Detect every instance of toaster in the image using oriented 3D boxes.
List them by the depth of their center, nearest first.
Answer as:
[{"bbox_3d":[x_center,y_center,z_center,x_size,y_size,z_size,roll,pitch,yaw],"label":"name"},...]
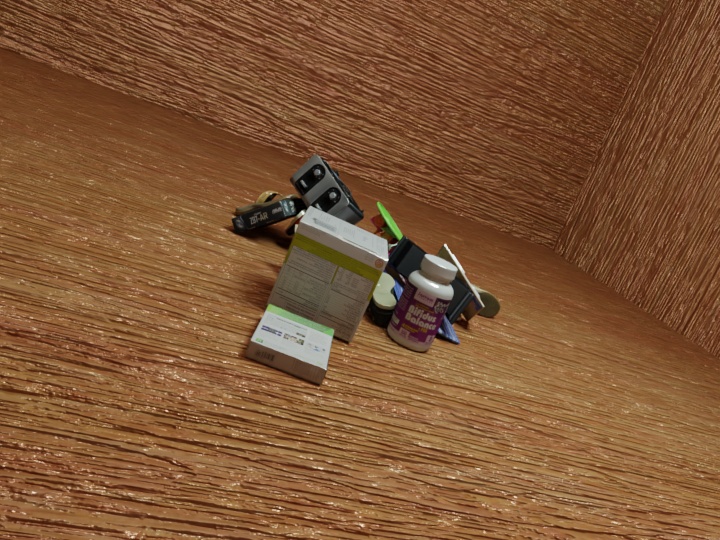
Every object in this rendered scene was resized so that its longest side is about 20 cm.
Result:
[{"bbox_3d":[-0.089,-0.204,1.832,0.182,0.118,0.200,57,8,16],"label":"toaster"}]

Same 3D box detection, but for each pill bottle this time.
[{"bbox_3d":[0.145,0.072,1.487,0.111,0.203,0.112,20,14,-6],"label":"pill bottle"}]

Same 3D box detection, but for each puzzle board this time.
[{"bbox_3d":[0.271,0.035,1.819,0.202,0.017,0.151,59,-17,12],"label":"puzzle board"}]

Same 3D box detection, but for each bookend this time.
[{"bbox_3d":[0.172,0.020,1.669,0.198,0.093,0.200,37,8,-10],"label":"bookend"}]

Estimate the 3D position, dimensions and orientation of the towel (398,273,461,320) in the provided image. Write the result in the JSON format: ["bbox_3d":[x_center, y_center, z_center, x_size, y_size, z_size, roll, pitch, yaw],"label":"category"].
[{"bbox_3d":[0.192,0.058,1.826,0.145,0.030,0.201,6,43,-42],"label":"towel"}]

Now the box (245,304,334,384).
[{"bbox_3d":[-0.124,0.132,1.207,0.142,0.037,0.200,22,16,-4],"label":"box"}]

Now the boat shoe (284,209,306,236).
[{"bbox_3d":[-0.167,-0.121,1.858,0.063,0.071,0.200,48,-16,-4],"label":"boat shoe"}]

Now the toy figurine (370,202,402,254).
[{"bbox_3d":[0.033,-0.063,1.891,0.202,0.183,0.150,58,10,10],"label":"toy figurine"}]

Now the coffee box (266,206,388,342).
[{"bbox_3d":[-0.067,0.003,1.417,0.197,0.200,0.200,23,14,-3],"label":"coffee box"}]

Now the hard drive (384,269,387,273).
[{"bbox_3d":[0.000,0.000,1.689,0.133,0.025,0.200,52,26,-6],"label":"hard drive"}]

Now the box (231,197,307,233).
[{"bbox_3d":[-0.248,-0.156,1.834,0.158,0.044,0.200,-17,4,19],"label":"box"}]

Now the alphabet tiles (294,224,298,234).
[{"bbox_3d":[-0.065,-0.026,1.587,0.196,0.170,0.008,5,-25,-13],"label":"alphabet tiles"}]

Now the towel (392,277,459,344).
[{"bbox_3d":[0.164,0.101,1.663,0.198,0.024,0.145,32,19,-19],"label":"towel"}]

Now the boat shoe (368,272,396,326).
[{"bbox_3d":[0.049,0.064,1.605,0.072,0.064,0.202,7,26,-7],"label":"boat shoe"}]

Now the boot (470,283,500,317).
[{"bbox_3d":[0.329,0.067,2.026,0.198,0.073,0.155,25,9,-24],"label":"boot"}]

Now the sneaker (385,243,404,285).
[{"bbox_3d":[0.119,-0.027,1.952,0.199,0.074,0.118,29,54,29],"label":"sneaker"}]

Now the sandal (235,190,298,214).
[{"bbox_3d":[-0.283,-0.207,1.940,0.196,0.055,0.080,-11,-1,12],"label":"sandal"}]
